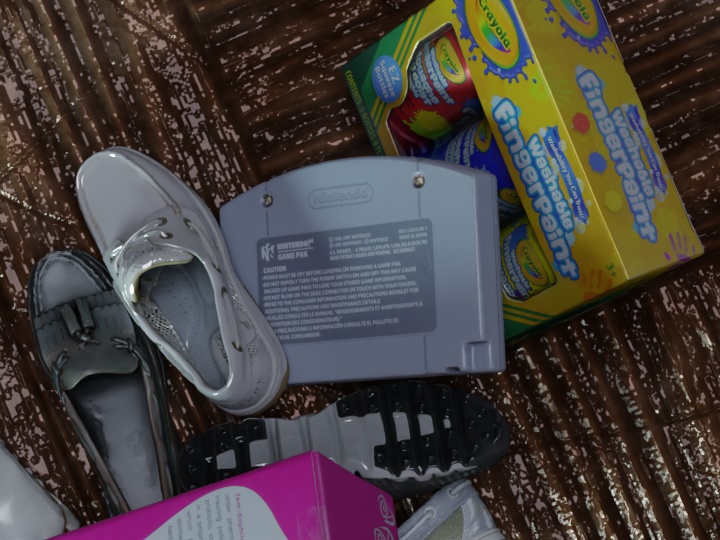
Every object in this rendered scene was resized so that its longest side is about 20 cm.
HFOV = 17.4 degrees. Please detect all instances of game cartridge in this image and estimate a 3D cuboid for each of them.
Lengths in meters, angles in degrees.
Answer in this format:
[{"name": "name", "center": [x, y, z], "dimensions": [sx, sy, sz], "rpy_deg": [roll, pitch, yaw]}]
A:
[{"name": "game cartridge", "center": [0.000, 0.000, 1.403], "dimensions": [0.199, 0.040, 0.135], "rpy_deg": [-5, 89, 38]}]

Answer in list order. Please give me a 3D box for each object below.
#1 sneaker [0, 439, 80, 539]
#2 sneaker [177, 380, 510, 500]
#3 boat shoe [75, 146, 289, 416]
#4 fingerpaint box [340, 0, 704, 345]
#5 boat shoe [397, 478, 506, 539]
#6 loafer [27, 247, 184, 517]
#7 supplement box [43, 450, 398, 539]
[{"name": "sneaker", "center": [-0.223, 0.138, 1.430], "dimensions": [0.084, 0.073, 0.201], "rpy_deg": [-9, 73, -37]}, {"name": "sneaker", "center": [-0.006, 0.120, 1.418], "dimensions": [0.198, 0.091, 0.067], "rpy_deg": [-11, 57, 4]}, {"name": "boat shoe", "center": [-0.117, -0.001, 1.418], "dimensions": [0.071, 0.069, 0.200], "rpy_deg": [-43, 68, 11]}, {"name": "fingerpaint box", "center": [0.092, -0.068, 1.400], "dimensions": [0.073, 0.167, 0.201], "rpy_deg": [-18, 83, -39]}, {"name": "boat shoe", "center": [-0.006, 0.198, 1.418], "dimensions": [0.201, 0.074, 0.065], "rpy_deg": [-30, 73, -2]}, {"name": "loafer", "center": [-0.150, 0.076, 1.430], "dimensions": [0.071, 0.063, 0.201], "rpy_deg": [-22, 84, -5]}, {"name": "supplement box", "center": [-0.082, 0.189, 1.343], "dimensions": [0.199, 0.103, 0.102], "rpy_deg": [-20, 61, 23]}]
